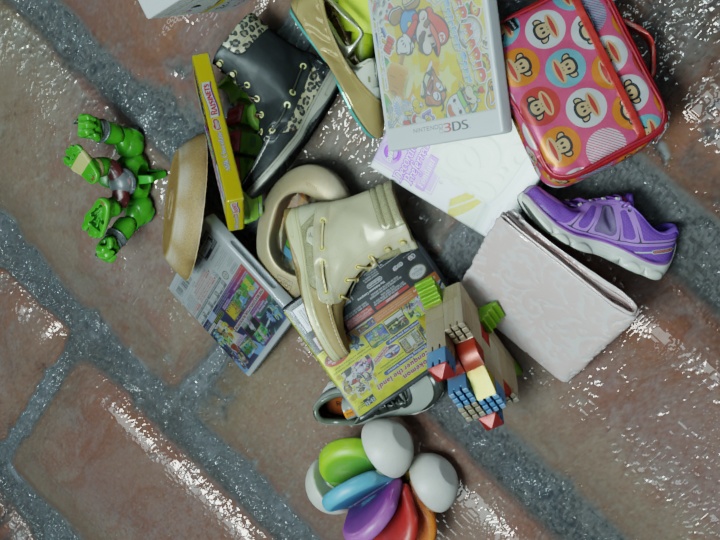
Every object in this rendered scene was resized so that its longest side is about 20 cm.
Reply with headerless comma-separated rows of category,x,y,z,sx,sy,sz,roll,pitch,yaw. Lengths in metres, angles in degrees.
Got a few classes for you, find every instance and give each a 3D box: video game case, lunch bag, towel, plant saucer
video game case,0.085,-0.246,1.081,0.181,0.023,0.202,-2,98,48
video game case,-0.182,0.039,1.345,0.182,0.023,0.200,47,141,6
lunch bag,0.247,-0.209,1.055,0.175,0.082,0.201,-26,83,5
video game case,0.029,0.066,1.239,0.199,0.026,0.181,-35,95,3
towel,0.216,0.034,1.140,0.191,0.032,0.200,40,153,10
plant saucer,-0.241,-0.088,1.284,0.035,0.200,0.202,6,113,-18

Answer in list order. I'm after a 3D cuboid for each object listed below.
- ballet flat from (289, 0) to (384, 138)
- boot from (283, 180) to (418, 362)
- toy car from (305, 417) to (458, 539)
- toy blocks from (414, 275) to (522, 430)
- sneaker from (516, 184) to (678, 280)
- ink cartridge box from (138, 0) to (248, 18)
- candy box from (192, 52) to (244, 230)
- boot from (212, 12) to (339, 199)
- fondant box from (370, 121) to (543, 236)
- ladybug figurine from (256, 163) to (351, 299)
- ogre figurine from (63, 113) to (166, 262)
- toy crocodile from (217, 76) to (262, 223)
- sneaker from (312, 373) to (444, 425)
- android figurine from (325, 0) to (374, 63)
ballet flat,-0.013,-0.257,1.154,0.063,0.069,0.201,-31,94,21
boot,0.000,0.000,1.183,0.154,0.073,0.202,-16,83,4
toy car,0.024,0.313,1.282,0.200,0.151,0.175,40,122,-21
toy blocks,0.137,0.117,1.147,0.099,0.137,0.200,-25,124,20
sneaker,0.276,-0.061,1.104,0.198,0.081,0.084,20,101,-10
ink cartridge box,-0.180,-0.407,1.147,0.146,0.200,0.147,-21,98,28
candy box,-0.178,-0.160,1.197,0.026,0.102,0.202,-13,74,-8
boot,-0.131,-0.210,1.210,0.153,0.073,0.204,35,86,-2
fondant box,0.130,-0.144,1.165,0.199,0.058,0.145,33,116,14
ladybug figurine,-0.069,-0.050,1.276,0.135,0.072,0.201,27,115,14
ogre figurine,-0.346,-0.124,1.356,0.097,0.120,0.202,-18,96,32
toy crocodile,-0.156,-0.162,1.264,0.067,0.061,0.202,-7,81,49
sneaker,0.024,0.178,1.300,0.199,0.079,0.075,-17,96,27
android figurine,0.033,-0.352,1.157,0.180,0.041,0.202,13,112,21
